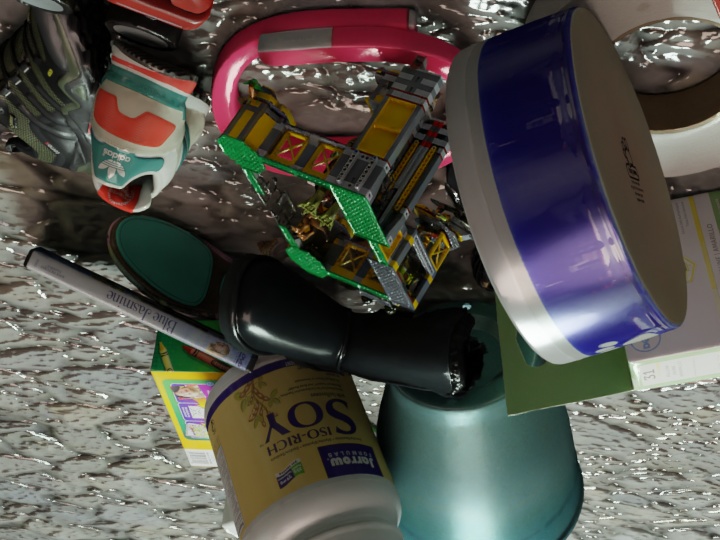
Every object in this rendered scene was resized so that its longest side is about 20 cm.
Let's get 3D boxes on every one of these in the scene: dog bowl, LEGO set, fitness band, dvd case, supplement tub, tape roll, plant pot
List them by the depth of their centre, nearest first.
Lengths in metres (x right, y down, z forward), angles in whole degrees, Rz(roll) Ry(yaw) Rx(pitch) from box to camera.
[{"bbox_3d":[0.128,-0.051,0.699,0.078,0.203,0.200,-17,140,24],"label":"dog bowl"},{"bbox_3d":[0.205,-0.140,0.771,0.199,0.038,0.204,3,144,2],"label":"tape roll"},{"bbox_3d":[0.005,-0.072,0.799,0.152,0.117,0.201,18,155,37],"label":"LEGO set"},{"bbox_3d":[-0.009,-0.122,0.824,0.196,0.038,0.144,0,147,7],"label":"fitness band"},{"bbox_3d":[-0.185,0.031,0.972,0.198,0.018,0.143,27,176,-13],"label":"dvd case"},{"bbox_3d":[-0.048,0.183,1.017,0.143,0.202,0.146,-16,144,-12],"label":"supplement tub"},{"bbox_3d":[0.100,0.140,1.050,0.196,0.202,0.190,-4,131,11],"label":"plant pot"}]

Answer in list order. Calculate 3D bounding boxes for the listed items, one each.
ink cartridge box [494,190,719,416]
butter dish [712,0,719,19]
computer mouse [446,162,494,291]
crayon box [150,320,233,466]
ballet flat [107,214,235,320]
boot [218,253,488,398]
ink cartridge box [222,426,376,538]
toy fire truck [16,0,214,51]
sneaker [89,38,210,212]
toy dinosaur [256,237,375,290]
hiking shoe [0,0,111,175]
[{"bbox_3d":[0.199,0.024,0.892,0.197,0.147,0.048,-11,139,12],"label":"ink cartridge box"},{"bbox_3d":[0.312,-0.149,0.624,0.199,0.149,0.199,-33,135,12],"label":"butter dish"},{"bbox_3d":[0.103,-0.037,0.928,0.058,0.034,0.201,-4,144,10],"label":"computer mouse"},{"bbox_3d":[-0.129,0.127,1.158,0.117,0.059,0.201,0,144,5],"label":"crayon box"},{"bbox_3d":[-0.134,0.012,1.003,0.198,0.070,0.071,22,161,-23],"label":"ballet flat"},{"bbox_3d":[0.002,0.045,0.904,0.166,0.078,0.200,5,165,24],"label":"boot"},{"bbox_3d":[-0.036,0.258,1.307,0.198,0.085,0.145,-21,137,30],"label":"ink cartridge box"},{"bbox_3d":[-0.141,-0.214,0.598,0.174,0.131,0.200,17,176,-17],"label":"toy fire truck"},{"bbox_3d":[-0.148,-0.088,0.767,0.069,0.095,0.200,23,179,-6],"label":"sneaker"},{"bbox_3d":[0.000,0.000,0.988,0.105,0.061,0.199,-11,149,41],"label":"toy dinosaur"},{"bbox_3d":[-0.221,-0.133,0.790,0.099,0.077,0.201,2,145,-3],"label":"hiking shoe"}]
